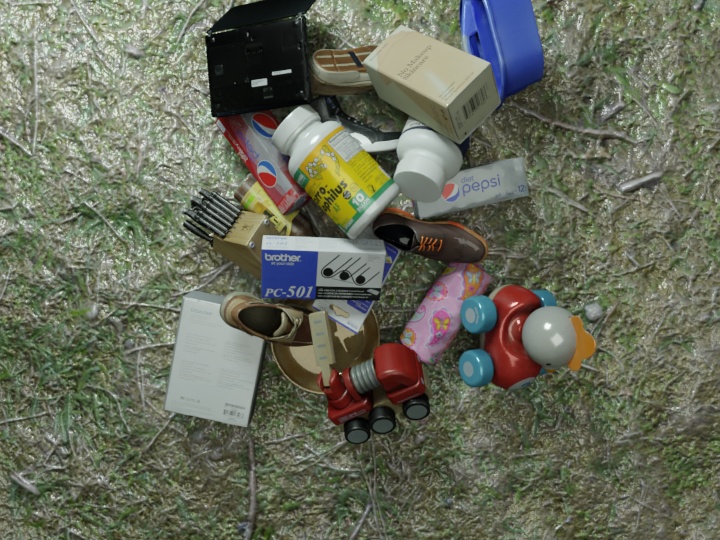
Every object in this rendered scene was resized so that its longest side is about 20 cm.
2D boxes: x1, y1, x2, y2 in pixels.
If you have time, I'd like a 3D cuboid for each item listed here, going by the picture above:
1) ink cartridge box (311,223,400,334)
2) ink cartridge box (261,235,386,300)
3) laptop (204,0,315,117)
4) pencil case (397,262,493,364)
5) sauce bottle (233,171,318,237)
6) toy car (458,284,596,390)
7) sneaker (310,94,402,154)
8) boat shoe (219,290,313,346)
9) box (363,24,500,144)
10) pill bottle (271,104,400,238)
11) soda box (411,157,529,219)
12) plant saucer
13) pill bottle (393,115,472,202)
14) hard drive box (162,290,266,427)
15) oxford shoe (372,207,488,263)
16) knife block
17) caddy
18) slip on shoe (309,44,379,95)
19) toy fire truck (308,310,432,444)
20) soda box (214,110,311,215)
[{"bbox_3d":[0.000,0.000,0.999,0.094,0.037,0.202,29,77,-4],"label":"ink cartridge box"},{"bbox_3d":[-0.061,-0.002,0.928,0.195,0.045,0.096,2,123,-7],"label":"ink cartridge box"},{"bbox_3d":[-0.148,-0.351,0.919,0.174,0.103,0.205,-3,94,19],"label":"laptop"},{"bbox_3d":[0.150,0.070,1.016,0.087,0.087,0.202,32,95,-5],"label":"pencil case"},{"bbox_3d":[-0.129,-0.085,0.996,0.199,0.065,0.065,42,94,-4],"label":"sauce bottle"},{"bbox_3d":[0.291,0.122,0.934,0.181,0.199,0.181,-2,97,-30],"label":"toy car"},{"bbox_3d":[-0.019,-0.253,0.976,0.195,0.073,0.114,-5,98,0],"label":"sneaker"},{"bbox_3d":[-0.134,0.091,0.945,0.197,0.071,0.077,15,92,-33],"label":"boat shoe"},{"bbox_3d":[0.103,-0.282,0.859,0.095,0.078,0.200,-45,51,-5],"label":"box"},{"bbox_3d":[-0.042,-0.158,0.897,0.113,0.113,0.200,-44,91,3],"label":"pill bottle"},{"bbox_3d":[0.186,-0.144,1.000,0.196,0.063,0.070,-13,98,0],"label":"soda box"},{"bbox_3d":[-0.063,0.119,1.035,0.195,0.035,0.205,0,95,-2],"label":"plant saucer"},{"bbox_3d":[0.123,-0.217,0.930,0.109,0.111,0.203,24,69,-4],"label":"pill bottle"},{"bbox_3d":[-0.248,0.154,1.013,0.153,0.077,0.204,13,96,-3],"label":"hard drive box"},{"bbox_3d":[0.112,-0.045,0.947,0.196,0.073,0.073,14,116,9],"label":"oxford shoe"},{"bbox_3d":[-0.214,-0.052,0.996,0.065,0.173,0.201,-58,140,-22],"label":"knife block"},{"bbox_3d":[0.217,-0.370,0.937,0.103,0.141,0.204,-17,96,-3],"label":"caddy"},{"bbox_3d":[0.001,-0.326,0.957,0.197,0.061,0.077,-16,65,-32],"label":"slip on shoe"},{"bbox_3d":[0.003,0.160,0.944,0.174,0.130,0.201,-25,126,16],"label":"toy fire truck"},{"bbox_3d":[-0.152,-0.196,0.959,0.201,0.070,0.063,54,134,1],"label":"soda box"}]
